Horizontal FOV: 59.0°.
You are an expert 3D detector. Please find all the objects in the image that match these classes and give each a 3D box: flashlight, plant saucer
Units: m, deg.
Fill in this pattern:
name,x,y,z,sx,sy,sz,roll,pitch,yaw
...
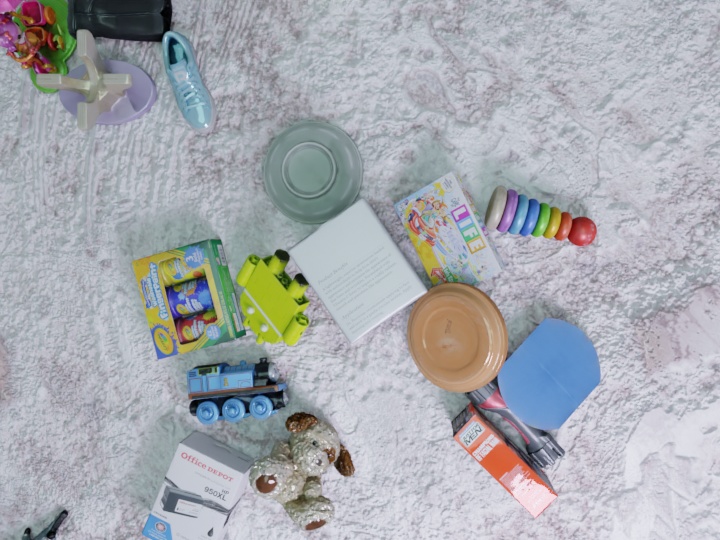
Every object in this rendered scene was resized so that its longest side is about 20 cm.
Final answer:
name,x,y,z,sx,sy,sz,roll,pitch,yaw
flashlight,0.283,0.279,1.183,0.068,0.068,0.200,-42,91,4
plant saucer,0.169,0.122,1.158,0.199,0.032,0.202,2,94,35
plant saucer,-0.095,-0.190,1.223,0.199,0.050,0.202,0,92,7

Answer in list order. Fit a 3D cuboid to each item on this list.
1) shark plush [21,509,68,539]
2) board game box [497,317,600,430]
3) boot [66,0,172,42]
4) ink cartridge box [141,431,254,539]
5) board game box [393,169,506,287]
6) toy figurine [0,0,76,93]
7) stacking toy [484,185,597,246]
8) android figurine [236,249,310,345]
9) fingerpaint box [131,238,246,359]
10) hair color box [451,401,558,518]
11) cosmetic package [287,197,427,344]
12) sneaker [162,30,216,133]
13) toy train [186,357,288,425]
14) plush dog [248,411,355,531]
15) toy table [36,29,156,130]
name,x,y,z,sx,sy,sz,roll,pitch,yaw
shark plush,-0.689,0.570,1.311,0.200,0.091,0.083,-52,55,10
board game box,0.343,0.190,1.172,0.200,0.039,0.158,-45,94,-9
boot,-0.472,-0.537,1.253,0.199,0.066,0.166,3,100,10
ink cartridge box,-0.316,0.443,1.248,0.144,0.084,0.201,23,94,6
board game box,0.163,-0.064,1.176,0.134,0.034,0.201,-28,87,31
toy figurine,-0.656,-0.461,1.220,0.149,0.184,0.201,-4,92,7
stacking toy,0.332,-0.089,1.160,0.199,0.085,0.086,16,93,2
android figurine,-0.167,0.059,1.200,0.182,0.041,0.200,50,129,16
fingerpaint box,-0.335,0.055,1.247,0.166,0.073,0.201,-14,89,7
hair color box,0.258,0.341,1.161,0.200,0.111,0.064,43,95,4
cosmetic package,0.000,0.000,1.156,0.164,0.165,0.201,-34,87,4
sneaker,-0.343,-0.366,1.233,0.074,0.082,0.201,-21,89,8
toy train,-0.240,0.233,1.236,0.199,0.087,0.115,-8,85,7
plush dog,-0.110,0.363,1.212,0.172,0.160,0.200,-45,114,-8
toy table,-0.515,-0.357,1.239,0.199,0.117,0.185,-11,90,6
